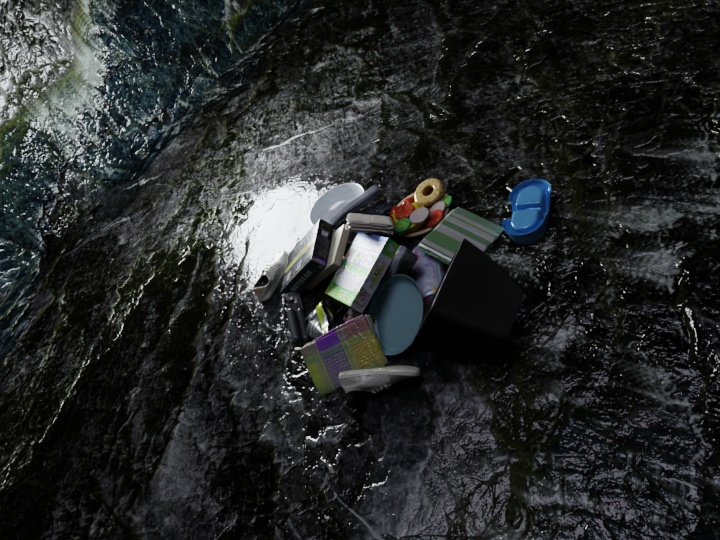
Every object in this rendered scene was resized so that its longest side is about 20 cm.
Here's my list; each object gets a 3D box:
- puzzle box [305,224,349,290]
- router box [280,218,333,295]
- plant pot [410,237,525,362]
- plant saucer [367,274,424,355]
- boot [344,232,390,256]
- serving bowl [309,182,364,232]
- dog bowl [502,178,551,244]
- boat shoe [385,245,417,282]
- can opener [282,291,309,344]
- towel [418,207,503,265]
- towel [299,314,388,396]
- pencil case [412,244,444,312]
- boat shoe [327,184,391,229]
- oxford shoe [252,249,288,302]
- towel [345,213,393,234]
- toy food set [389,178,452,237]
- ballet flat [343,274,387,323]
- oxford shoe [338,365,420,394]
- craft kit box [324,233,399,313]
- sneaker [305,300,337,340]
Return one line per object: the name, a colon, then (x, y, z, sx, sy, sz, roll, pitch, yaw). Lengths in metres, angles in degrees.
puzzle box: (-0.098, -0.035, 1.841, 0.200, 0.025, 0.134, -36, 35, 53)
router box: (-0.157, -0.032, 1.868, 0.200, 0.052, 0.158, -43, 29, 44)
plant pot: (0.245, 0.089, 1.414, 0.176, 0.201, 0.201, 27, 61, 5)
plant saucer: (0.092, 0.111, 1.583, 0.199, 0.027, 0.203, -21, 62, 47)
boot: (-0.004, -0.062, 1.852, 0.149, 0.073, 0.201, -7, 43, 29)
serving bowl: (-0.063, -0.186, 2.026, 0.198, 0.066, 0.201, -19, 42, 18)
dog bowl: (0.436, -0.149, 1.650, 0.110, 0.050, 0.201, -3, 48, 33)
boat shoe: (0.104, 0.007, 1.643, 0.056, 0.200, 0.069, 25, 65, 7)
can opener: (-0.185, 0.140, 1.803, 0.053, 0.067, 0.201, 1, 41, -19)
towel: (0.260, -0.083, 1.655, 0.152, 0.024, 0.200, 29, 50, 24)
towel: (-0.039, 0.212, 1.584, 0.198, 0.023, 0.145, -28, 77, 9)
pencil case: (0.180, 0.018, 1.631, 0.091, 0.083, 0.201, -41, 32, 34)
boat shoe: (-0.002, -0.164, 1.896, 0.200, 0.091, 0.071, -38, -4, -13)
oxford shoe: (-0.278, 0.006, 1.990, 0.075, 0.058, 0.201, -7, 45, 33)
towel: (0.025, -0.128, 1.756, 0.131, 0.035, 0.200, 6, 12, 0)
toy food set: (0.173, -0.175, 1.863, 0.198, 0.049, 0.199, -27, 40, 9)
ballet flat: (0.014, 0.071, 1.706, 0.069, 0.071, 0.201, 3, 52, 41)
oxford shoe: (0.045, 0.256, 1.498, 0.198, 0.075, 0.059, -10, 82, 16)
craft kit box: (0.000, 0.000, 1.670, 0.199, 0.048, 0.200, -58, 23, -5)
sneaker: (-0.099, 0.172, 1.696, 0.081, 0.074, 0.201, -39, 34, 16)
